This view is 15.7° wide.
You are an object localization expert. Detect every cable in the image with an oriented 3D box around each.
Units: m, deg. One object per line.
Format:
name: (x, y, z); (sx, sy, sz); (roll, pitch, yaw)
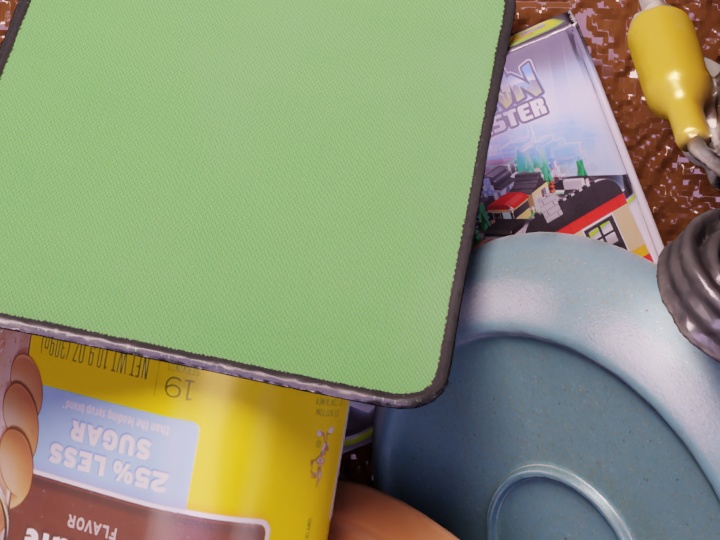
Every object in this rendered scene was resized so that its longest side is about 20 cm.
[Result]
cable: (0.121, -0.017, 0.810); (0.097, 0.201, 0.050); (38, 123, -19)

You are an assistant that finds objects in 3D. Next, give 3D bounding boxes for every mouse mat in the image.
mouse mat: (-0.039, -0.043, 0.815); (0.160, 0.201, 0.008); (12, 135, 1)

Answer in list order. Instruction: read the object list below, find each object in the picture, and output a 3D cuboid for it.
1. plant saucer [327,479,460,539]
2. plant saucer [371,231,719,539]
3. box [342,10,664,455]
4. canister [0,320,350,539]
plant saucer: (0.028, 0.161, 0.853); (0.037, 0.200, 0.201); (-36, 101, -26)
plant saucer: (0.070, 0.088, 0.817); (0.027, 0.199, 0.202); (-24, 105, -39)
box: (0.000, 0.000, 0.895); (0.199, 0.035, 0.111); (-22, 101, 6)
canister: (-0.080, 0.111, 0.821); (0.148, 0.086, 0.202); (10, 92, 42)
